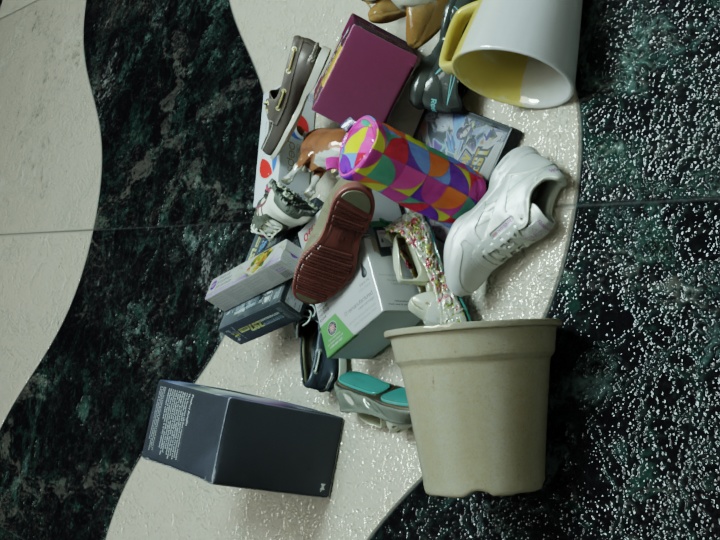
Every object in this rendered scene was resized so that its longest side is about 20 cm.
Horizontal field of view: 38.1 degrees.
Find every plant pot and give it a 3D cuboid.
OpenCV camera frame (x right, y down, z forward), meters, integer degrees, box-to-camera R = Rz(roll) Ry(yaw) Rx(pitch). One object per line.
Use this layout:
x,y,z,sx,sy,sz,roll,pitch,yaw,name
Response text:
0.130,0.153,1.160,0.200,0.200,0.184,-11,80,49,plant pot

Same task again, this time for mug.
0.184,-0.302,1.264,0.186,0.149,0.154,13,77,17,mug

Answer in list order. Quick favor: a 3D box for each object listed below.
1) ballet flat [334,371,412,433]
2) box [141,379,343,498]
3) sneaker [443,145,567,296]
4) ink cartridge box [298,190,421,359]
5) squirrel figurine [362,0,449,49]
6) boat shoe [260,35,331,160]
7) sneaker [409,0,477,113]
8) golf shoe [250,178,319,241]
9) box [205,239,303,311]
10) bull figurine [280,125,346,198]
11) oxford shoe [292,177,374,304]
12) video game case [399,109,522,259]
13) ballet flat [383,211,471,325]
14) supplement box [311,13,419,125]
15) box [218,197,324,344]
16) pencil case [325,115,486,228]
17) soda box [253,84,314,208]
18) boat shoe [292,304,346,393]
0.039,0.179,1.361,0.200,0.067,0.064,9,112,53,ballet flat
-0.165,0.236,1.471,0.198,0.200,0.124,5,81,51,box
0.171,-0.051,1.246,0.100,0.075,0.200,40,103,47,sneaker
0.000,0.000,1.415,0.146,0.084,0.201,-43,54,44,ink cartridge box
0.078,-0.430,1.477,0.200,0.142,0.187,-41,22,-2,squirrel figurine
-0.109,-0.258,1.564,0.200,0.059,0.072,-60,7,33,boat shoe
0.139,-0.296,1.393,0.079,0.075,0.201,21,83,24,sneaker
-0.114,-0.077,1.510,0.088,0.077,0.200,-58,11,1,golf shoe
-0.153,0.009,1.504,0.200,0.041,0.039,-26,37,47,box
-0.046,-0.169,1.555,0.200,0.065,0.122,-1,55,46,bull figurine
-0.032,-0.042,1.355,0.200,0.070,0.075,-59,17,31,oxford shoe
0.112,-0.116,1.390,0.181,0.025,0.201,33,104,51,video game case
0.081,0.018,1.321,0.076,0.064,0.201,111,141,-61,ballet flat
0.004,-0.271,1.451,0.131,0.103,0.200,-61,10,14,supplement box
-0.124,0.001,1.571,0.157,0.051,0.200,-24,38,44,box
0.060,-0.118,1.273,0.088,0.200,0.089,-35,44,42,pencil case
-0.121,-0.193,1.676,0.068,0.064,0.201,-15,66,49,soda box
-0.067,0.084,1.511,0.075,0.062,0.201,-39,48,47,boat shoe
